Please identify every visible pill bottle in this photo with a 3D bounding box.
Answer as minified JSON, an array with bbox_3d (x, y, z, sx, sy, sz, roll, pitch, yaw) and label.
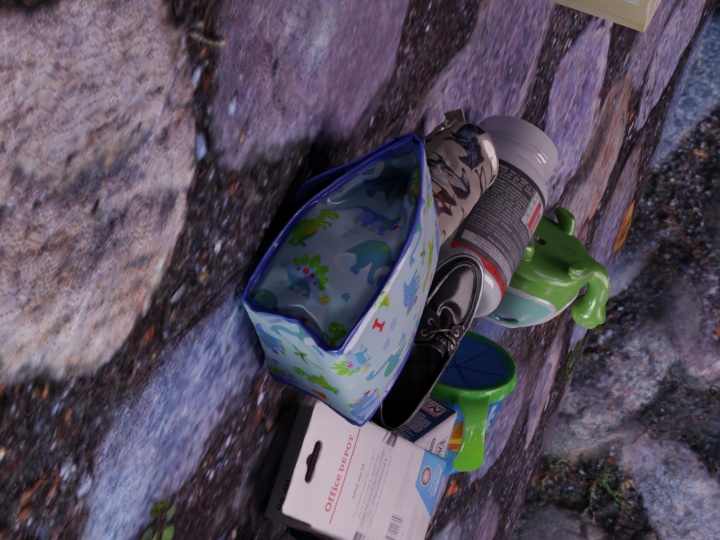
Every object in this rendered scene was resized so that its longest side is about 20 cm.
[{"bbox_3d":[0.130,-0.060,1.973,0.116,0.116,0.200,87,28,-58],"label":"pill bottle"}]

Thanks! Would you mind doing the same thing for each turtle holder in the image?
[{"bbox_3d":[0.207,-0.001,2.247,0.185,0.141,0.132,3,132,-37],"label":"turtle holder"}]

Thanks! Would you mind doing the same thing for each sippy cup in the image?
[{"bbox_3d":[0.096,0.152,2.093,0.178,0.139,0.131,-47,153,-57],"label":"sippy cup"}]

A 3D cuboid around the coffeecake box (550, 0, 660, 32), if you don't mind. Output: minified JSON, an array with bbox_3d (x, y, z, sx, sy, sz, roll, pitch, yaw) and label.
[{"bbox_3d":[0.268,-0.364,1.985,0.073,0.153,0.200,93,22,-52],"label":"coffeecake box"}]

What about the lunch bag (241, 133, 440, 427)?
[{"bbox_3d":[0.000,0.000,1.560,0.200,0.127,0.170,-54,162,-17],"label":"lunch bag"}]

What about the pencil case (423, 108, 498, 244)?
[{"bbox_3d":[0.063,-0.076,1.783,0.090,0.078,0.200,62,34,-14],"label":"pencil case"}]

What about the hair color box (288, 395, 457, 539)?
[{"bbox_3d":[0.014,0.210,1.948,0.200,0.060,0.100,-29,142,-48],"label":"hair color box"}]

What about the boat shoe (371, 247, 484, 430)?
[{"bbox_3d":[0.066,0.072,1.861,0.200,0.070,0.066,-56,-162,7],"label":"boat shoe"}]

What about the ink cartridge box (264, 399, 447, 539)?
[{"bbox_3d":[-0.015,0.201,1.782,0.200,0.068,0.116,30,72,-44],"label":"ink cartridge box"}]
